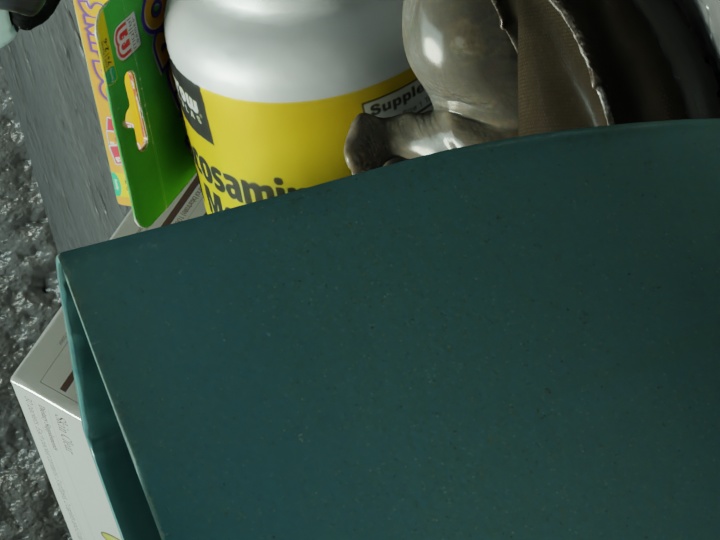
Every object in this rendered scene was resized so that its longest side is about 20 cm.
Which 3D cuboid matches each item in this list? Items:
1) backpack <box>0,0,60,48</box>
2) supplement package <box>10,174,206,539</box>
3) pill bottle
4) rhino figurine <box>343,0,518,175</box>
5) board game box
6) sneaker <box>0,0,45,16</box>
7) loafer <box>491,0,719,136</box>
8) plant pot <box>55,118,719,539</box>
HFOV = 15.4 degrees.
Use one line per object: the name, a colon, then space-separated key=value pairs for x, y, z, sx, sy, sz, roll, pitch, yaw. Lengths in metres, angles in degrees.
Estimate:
backpack: x=-0.216 y=-0.155 z=1.207 sx=0.167 sy=0.126 sz=0.200 roll=65 pitch=175 yaw=-28
supplement package: x=-0.053 y=0.054 z=1.169 sx=0.110 sy=0.156 sz=0.200 roll=27 pitch=158 yaw=16
pill bottle: x=-0.011 y=-0.063 z=0.989 sx=0.113 sy=0.112 sz=0.201 roll=-122 pitch=16 yaw=-51
rhino figurine: x=0.041 y=-0.048 z=0.841 sx=0.060 sy=0.087 sz=0.201 roll=-60 pitch=-45 yaw=-65
board game box: x=-0.057 y=-0.108 z=1.040 sx=0.200 sy=0.030 sz=0.096 roll=-58 pitch=-34 yaw=-49
sneaker: x=-0.109 y=-0.136 z=0.943 sx=0.200 sy=0.075 sz=0.085 roll=-6 pitch=73 yaw=56
loafer: x=0.074 y=-0.005 z=0.765 sx=0.073 sy=0.071 sz=0.201 roll=146 pitch=104 yaw=-80
plant pot: x=0.045 y=0.050 z=0.655 sx=0.141 sy=0.199 sz=0.142 roll=97 pitch=153 yaw=-69
